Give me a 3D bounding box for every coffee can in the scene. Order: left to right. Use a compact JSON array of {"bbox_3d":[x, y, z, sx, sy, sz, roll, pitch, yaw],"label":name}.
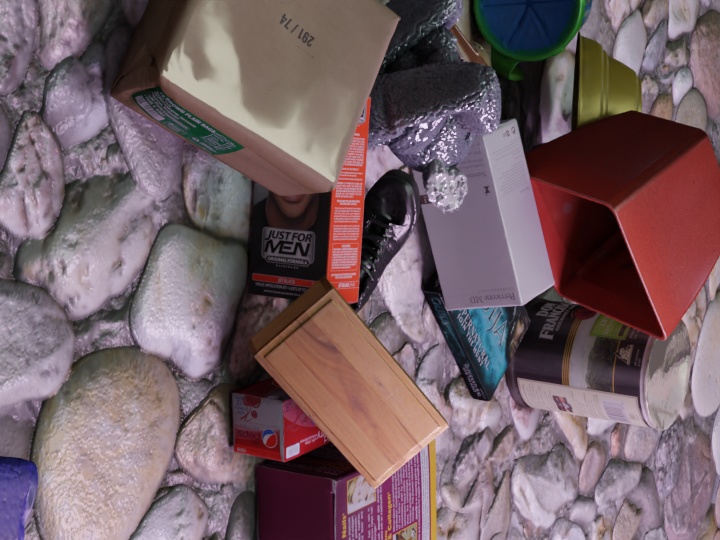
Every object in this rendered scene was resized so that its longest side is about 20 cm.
[{"bbox_3d":[0.309,0.120,1.969,0.146,0.198,0.148,-15,108,-55],"label":"coffee can"}]

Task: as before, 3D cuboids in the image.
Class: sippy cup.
[{"bbox_3d":[0.219,-0.325,1.829,0.141,0.177,0.130,63,27,0],"label":"sippy cup"}]

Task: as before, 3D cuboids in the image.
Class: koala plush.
[{"bbox_3d":[0.060,-0.168,1.590,0.200,0.182,0.179,53,16,-60],"label":"koala plush"}]

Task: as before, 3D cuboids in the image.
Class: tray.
[{"bbox_3d":[-0.010,0.111,1.460,0.098,0.037,0.200,-40,117,1],"label":"tray"}]

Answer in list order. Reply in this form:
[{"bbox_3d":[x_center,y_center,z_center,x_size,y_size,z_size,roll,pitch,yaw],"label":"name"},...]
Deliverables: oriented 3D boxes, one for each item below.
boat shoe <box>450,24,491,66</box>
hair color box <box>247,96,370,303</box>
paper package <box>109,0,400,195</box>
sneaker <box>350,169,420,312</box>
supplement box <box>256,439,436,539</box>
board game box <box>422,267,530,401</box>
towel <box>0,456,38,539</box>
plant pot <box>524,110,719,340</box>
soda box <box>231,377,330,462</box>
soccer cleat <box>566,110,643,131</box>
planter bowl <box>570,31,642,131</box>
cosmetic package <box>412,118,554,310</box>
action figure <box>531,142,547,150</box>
[{"bbox_3d":[0.113,-0.225,1.737,0.200,0.075,0.074,60,43,-53],"label":"boat shoe"},{"bbox_3d":[-0.051,-0.072,1.484,0.061,0.101,0.203,-1,96,-55],"label":"hair color box"},{"bbox_3d":[-0.089,-0.190,1.342,0.199,0.103,0.192,31,68,-29],"label":"paper package"},{"bbox_3d":[-0.003,-0.002,1.553,0.201,0.060,0.104,-63,175,32],"label":"sneaker"},{"bbox_3d":[-0.011,0.249,1.598,0.199,0.102,0.133,-14,107,-55],"label":"supplement box"},{"bbox_3d":[0.146,0.045,1.864,0.136,0.028,0.201,-58,139,-31],"label":"board game box"},{"bbox_3d":[-0.336,0.211,1.158,0.199,0.049,0.150,19,73,-55],"label":"towel"},{"bbox_3d":[0.317,-0.073,1.764,0.176,0.199,0.201,-39,123,-18],"label":"plant pot"},{"bbox_3d":[-0.045,0.137,1.555,0.199,0.069,0.064,-15,107,-53],"label":"soda box"},{"bbox_3d":[0.341,-0.191,2.085,0.199,0.069,0.079,-15,111,-57],"label":"soccer cleat"},{"bbox_3d":[0.307,-0.195,1.890,0.200,0.082,0.203,3,90,-85],"label":"planter bowl"},{"bbox_3d":[0.138,-0.062,1.729,0.081,0.112,0.202,-25,103,-49],"label":"cosmetic package"},{"bbox_3d":[0.202,-0.071,1.874,0.200,0.069,0.131,-55,140,-43],"label":"action figure"}]
